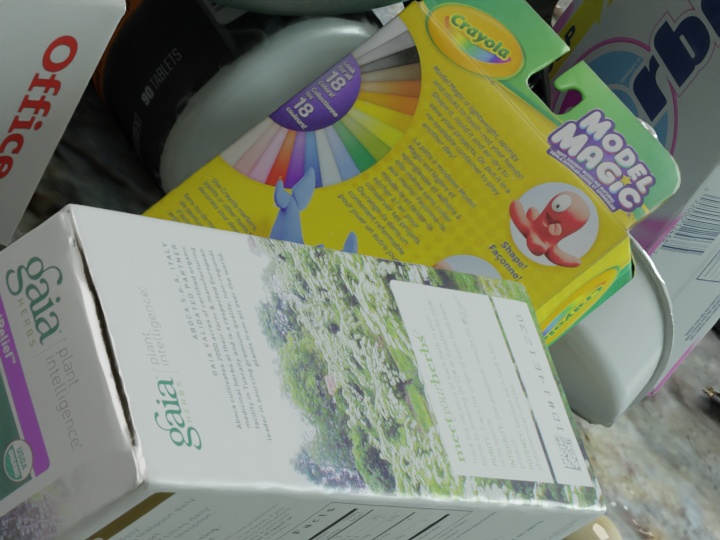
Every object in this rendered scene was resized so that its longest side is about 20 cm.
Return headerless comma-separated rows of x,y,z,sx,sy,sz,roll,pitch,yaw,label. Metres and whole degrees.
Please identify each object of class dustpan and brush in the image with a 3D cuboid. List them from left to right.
0.069,-0.013,1.009,0.139,0.057,0.200,36,-11,0,dustpan and brush

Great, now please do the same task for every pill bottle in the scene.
-0.077,-0.125,1.087,0.106,0.106,0.200,0,46,-45,pill bottle

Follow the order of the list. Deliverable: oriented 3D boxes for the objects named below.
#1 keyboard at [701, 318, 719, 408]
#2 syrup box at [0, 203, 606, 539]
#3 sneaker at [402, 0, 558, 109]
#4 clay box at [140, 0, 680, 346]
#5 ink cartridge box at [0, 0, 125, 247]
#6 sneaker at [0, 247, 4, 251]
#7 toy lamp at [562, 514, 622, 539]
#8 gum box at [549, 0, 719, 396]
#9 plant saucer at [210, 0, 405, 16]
0.217,0.081,1.183,0.127,0.021,0.200,-6,50,-49,keyboard
-0.028,0.045,0.772,0.199,0.081,0.079,8,55,-49,syrup box
0.048,-0.076,1.075,0.076,0.200,0.091,-17,75,-16,sneaker
0.000,0.000,0.923,0.115,0.200,0.048,49,-9,21,clay box
-0.189,-0.055,0.836,0.199,0.147,0.084,2,38,-43,ink cartridge box
-0.138,0.019,0.796,0.200,0.076,0.091,19,17,-50,sneaker
0.077,0.094,0.993,0.200,0.058,0.058,44,32,19,toy lamp
0.125,-0.060,1.105,0.066,0.200,0.114,8,41,-38,gum box
-0.069,-0.136,0.962,0.200,0.039,0.201,29,18,-10,plant saucer
